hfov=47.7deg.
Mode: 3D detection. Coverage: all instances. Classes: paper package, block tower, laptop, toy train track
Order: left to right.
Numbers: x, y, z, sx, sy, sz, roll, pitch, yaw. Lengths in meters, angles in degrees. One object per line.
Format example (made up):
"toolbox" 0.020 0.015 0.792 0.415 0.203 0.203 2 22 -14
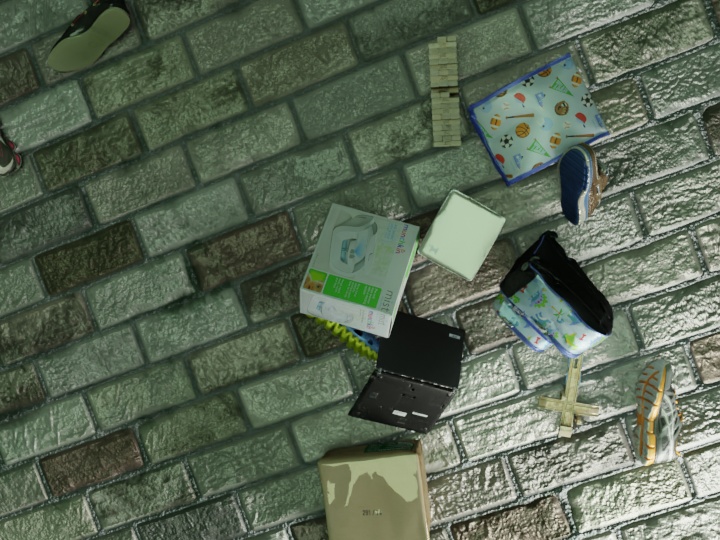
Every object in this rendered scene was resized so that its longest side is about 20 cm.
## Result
"paper package" 0.029 0.438 1.587 0.199 0.103 0.191 -7 94 9
"laptop" 0.090 0.198 1.569 0.177 0.103 0.200 17 123 -18
"block tower" 0.159 -0.331 1.529 0.054 0.058 0.201 -2 93 8
"toy train track" 0.405 0.221 1.552 0.114 0.033 0.201 8 95 7

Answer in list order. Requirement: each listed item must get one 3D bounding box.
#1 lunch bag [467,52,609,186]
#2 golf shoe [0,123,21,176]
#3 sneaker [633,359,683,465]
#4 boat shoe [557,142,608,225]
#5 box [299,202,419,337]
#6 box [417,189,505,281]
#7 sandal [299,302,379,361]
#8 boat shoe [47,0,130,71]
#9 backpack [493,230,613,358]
"lunch bag" 0.315 -0.268 1.480 0.200 0.124 0.170 -28 90 0
"golf shoe" -0.768 -0.282 1.644 0.077 0.088 0.200 -39 87 11
"sneaker" 0.562 0.264 1.520 0.077 0.078 0.201 3 99 -6
"boat shoe" 0.400 -0.166 1.456 0.072 0.200 0.072 -35 61 -11
"box" 0.000 0.000 1.513 0.176 0.097 0.200 16 60 7
"box" 0.185 -0.066 1.473 0.109 0.200 0.128 29 98 5
"sandal" -0.018 0.098 1.581 0.200 0.079 0.087 41 72 -5
"boat shoe" -0.537 -0.467 1.611 0.201 0.074 0.063 -32 54 19
"backpack" 0.350 0.061 1.477 0.200 0.183 0.147 44 122 1
